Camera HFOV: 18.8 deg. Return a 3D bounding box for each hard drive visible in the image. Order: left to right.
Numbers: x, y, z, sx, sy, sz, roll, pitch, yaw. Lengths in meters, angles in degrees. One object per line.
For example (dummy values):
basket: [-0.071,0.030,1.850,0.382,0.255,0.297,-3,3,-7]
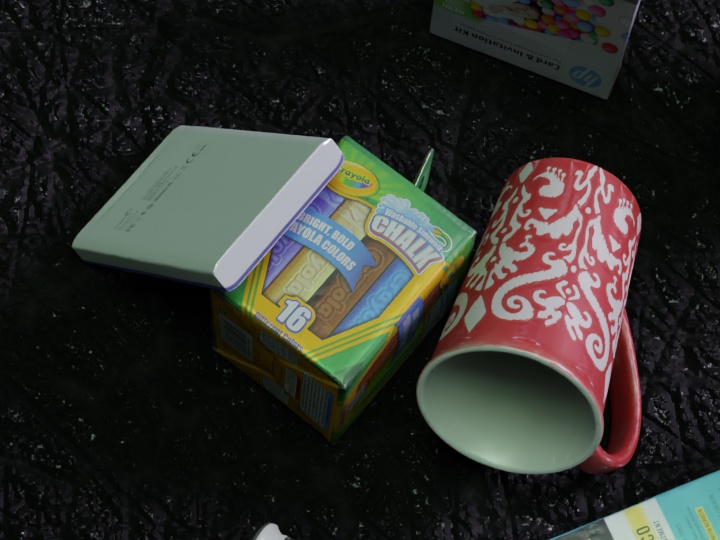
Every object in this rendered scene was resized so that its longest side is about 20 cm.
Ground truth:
hard drive: [-0.113,-0.048,1.569,0.132,0.199,0.025,-50,121,-21]

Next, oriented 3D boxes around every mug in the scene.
mug: [0.133,0.041,1.570,0.132,0.178,0.201,3,47,20]

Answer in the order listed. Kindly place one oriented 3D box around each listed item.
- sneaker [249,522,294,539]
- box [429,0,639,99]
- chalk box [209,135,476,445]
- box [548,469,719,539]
sneaker: [-0.059,0.278,1.474,0.115,0.076,0.201,24,64,9]
box: [0.136,-0.220,1.640,0.155,0.200,0.041,22,66,6]
chalk box: [0.000,0.000,1.575,0.124,0.125,0.200,37,70,13]
box: [0.199,0.210,1.535,0.199,0.049,0.083,-21,69,-13]
